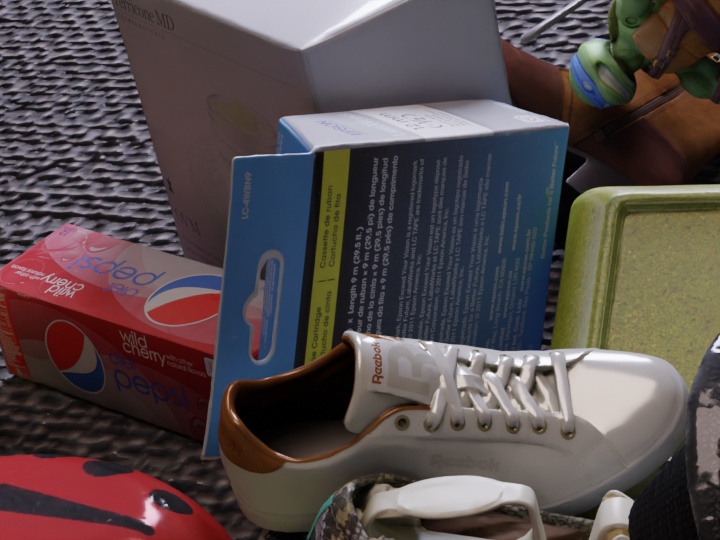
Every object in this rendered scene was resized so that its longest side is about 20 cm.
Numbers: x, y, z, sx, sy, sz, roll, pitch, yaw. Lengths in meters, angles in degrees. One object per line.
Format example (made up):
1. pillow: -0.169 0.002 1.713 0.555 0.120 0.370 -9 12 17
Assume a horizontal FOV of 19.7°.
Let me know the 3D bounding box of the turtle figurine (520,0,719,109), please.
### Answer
1. turtle figurine: 0.198 -0.128 1.043 0.194 0.144 0.200 -41 1 11

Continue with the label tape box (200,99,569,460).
1. label tape box: 0.000 0.000 0.969 0.200 0.144 0.066 -8 22 -37

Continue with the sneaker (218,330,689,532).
1. sneaker: 0.038 0.061 0.859 0.199 0.085 0.073 -11 51 4

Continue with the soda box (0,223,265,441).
1. soda box: -0.106 0.034 1.091 0.200 0.064 0.070 15 40 38

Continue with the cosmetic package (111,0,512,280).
1. cosmetic package: -0.020 -0.076 1.109 0.123 0.200 0.199 -28 32 -26

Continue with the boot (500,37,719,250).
1. boot: 0.135 -0.118 1.175 0.188 0.069 0.200 40 50 10

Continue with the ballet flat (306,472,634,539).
1. ballet flat: 0.077 0.117 0.819 0.200 0.072 0.072 9 32 1

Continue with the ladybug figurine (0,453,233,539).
1. ladybug figurine: -0.138 0.132 0.926 0.199 0.072 0.136 4 33 26

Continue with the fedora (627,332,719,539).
1. fedora: 0.172 0.109 0.781 0.092 0.201 0.201 -32 10 45

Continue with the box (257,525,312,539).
1. box: -0.015 0.151 0.869 0.075 0.050 0.200 -3 32 16

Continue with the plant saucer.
1. plant saucer: 0.174 0.035 0.913 0.199 0.048 0.200 0 59 20
